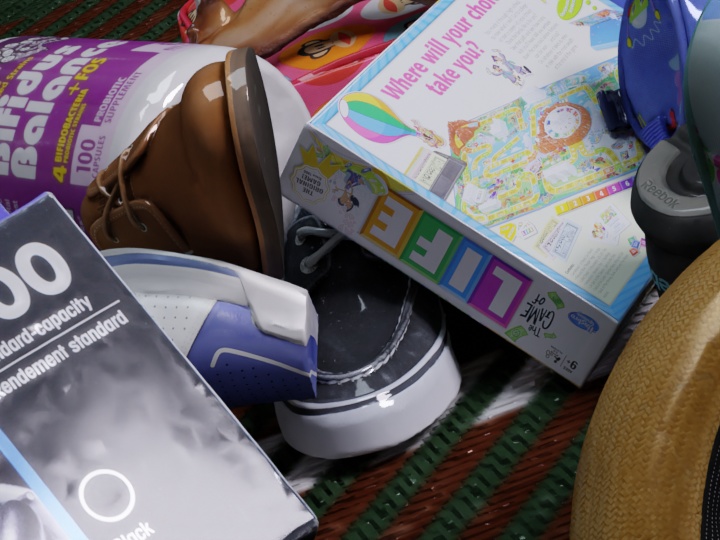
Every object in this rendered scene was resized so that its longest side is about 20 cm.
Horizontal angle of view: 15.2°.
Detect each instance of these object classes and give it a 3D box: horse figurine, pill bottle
[{"bbox_3d":[0.020,-0.152,1.169,0.199,0.050,0.133,-1,61,9],"label":"horse figurine"},{"bbox_3d":[-0.121,-0.044,1.159,0.200,0.113,0.112,7,31,44],"label":"pill bottle"}]

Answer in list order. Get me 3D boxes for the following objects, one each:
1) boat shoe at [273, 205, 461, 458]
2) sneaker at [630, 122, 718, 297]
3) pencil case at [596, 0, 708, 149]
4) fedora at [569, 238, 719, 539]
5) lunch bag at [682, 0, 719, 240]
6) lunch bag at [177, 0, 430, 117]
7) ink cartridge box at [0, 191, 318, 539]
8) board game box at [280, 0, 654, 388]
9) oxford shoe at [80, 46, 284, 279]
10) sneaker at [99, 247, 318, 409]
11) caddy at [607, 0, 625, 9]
[{"bbox_3d":[0.000,0.000,1.023,0.071,0.068,0.200,-11,25,13],"label":"boat shoe"},{"bbox_3d":[0.186,-0.036,0.960,0.199,0.080,0.075,-22,35,-14],"label":"sneaker"},{"bbox_3d":[0.194,-0.080,1.023,0.199,0.087,0.078,-2,0,-12],"label":"pencil case"},{"bbox_3d":[0.147,0.074,0.666,0.200,0.082,0.201,-5,67,12],"label":"fedora"},{"bbox_3d":[0.182,-0.025,0.772,0.160,0.201,0.077,-35,30,-26],"label":"lunch bag"},{"bbox_3d":[-0.012,-0.098,1.255,0.175,0.082,0.200,-18,22,-4],"label":"lunch bag"},{"bbox_3d":[-0.147,0.060,0.838,0.198,0.043,0.200,-33,71,-31],"label":"ink cartridge box"},{"bbox_3d":[0.070,-0.049,1.041,0.134,0.034,0.200,33,36,8],"label":"board game box"},{"bbox_3d":[-0.064,-0.025,0.963,0.071,0.072,0.200,-4,-15,-8],"label":"oxford shoe"},{"bbox_3d":[-0.113,0.052,0.943,0.198,0.116,0.081,4,-10,8],"label":"sneaker"},{"bbox_3d":[0.163,-0.131,1.195,0.141,0.105,0.200,-32,15,23],"label":"caddy"}]
